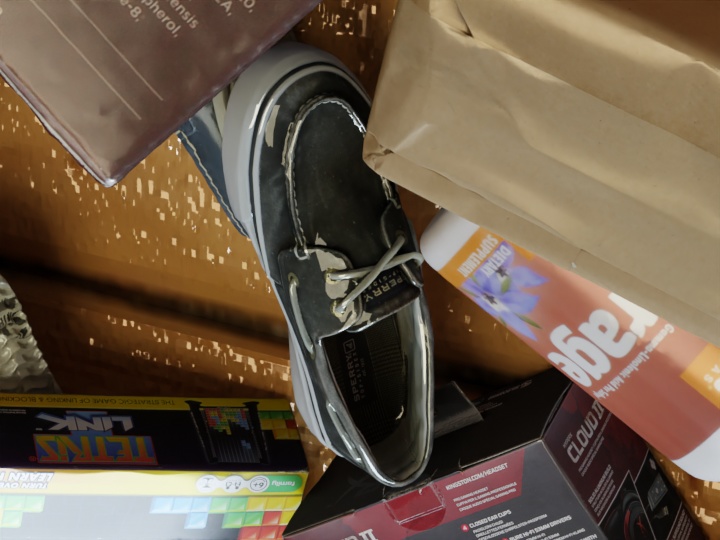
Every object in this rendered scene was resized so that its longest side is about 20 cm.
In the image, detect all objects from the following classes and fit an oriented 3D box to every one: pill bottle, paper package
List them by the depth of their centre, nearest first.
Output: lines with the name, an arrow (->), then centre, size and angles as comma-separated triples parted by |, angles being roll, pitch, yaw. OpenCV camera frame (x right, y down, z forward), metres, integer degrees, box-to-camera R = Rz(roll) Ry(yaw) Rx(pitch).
paper package -> 0.120, -0.081, 0.959 | 0.190, 0.200, 0.104 | 27, 127, 6
pill bottle -> 0.132, 0.011, 1.064 | 0.200, 0.112, 0.112 | 38, 127, -1

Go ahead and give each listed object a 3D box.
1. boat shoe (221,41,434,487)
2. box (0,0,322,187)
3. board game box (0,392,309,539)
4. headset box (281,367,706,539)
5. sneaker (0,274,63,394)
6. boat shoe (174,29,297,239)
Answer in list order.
boat shoe -> 0.000, 0.000, 1.097 | 0.071, 0.072, 0.200 | 37, 150, 50
box -> -0.069, -0.163, 0.973 | 0.200, 0.166, 0.164 | -41, 98, 6
board game box -> -0.138, 0.135, 1.233 | 0.199, 0.057, 0.166 | 2, 126, -17
headset box -> 0.073, 0.140, 1.190 | 0.148, 0.075, 0.200 | -25, 107, 33
sneaker -> -0.187, 0.044, 1.258 | 0.100, 0.069, 0.200 | 46, 156, 42
boat shoe -> -0.074, -0.097, 1.115 | 0.062, 0.075, 0.200 | -12, 116, 29
